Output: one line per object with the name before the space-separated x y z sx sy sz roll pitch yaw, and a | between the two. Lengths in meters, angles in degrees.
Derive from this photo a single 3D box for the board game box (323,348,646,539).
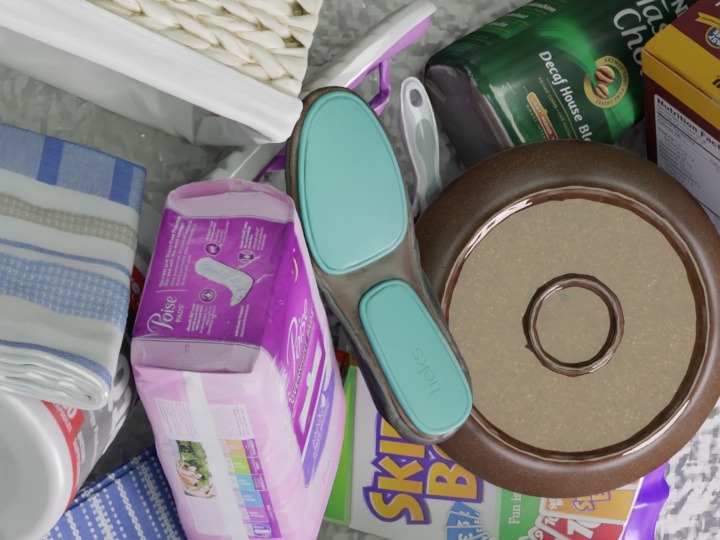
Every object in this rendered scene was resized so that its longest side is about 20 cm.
board game box | 0.057 0.114 1.527 0.199 0.030 0.096 17 106 -5

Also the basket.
basket | -0.126 -0.156 1.409 0.199 0.135 0.124 21 83 -24

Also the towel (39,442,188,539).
towel | -0.102 0.169 1.443 0.200 0.024 0.145 -32 99 -51

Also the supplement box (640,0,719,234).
supplement box | 0.278 -0.088 1.545 0.197 0.133 0.200 -39 150 -17

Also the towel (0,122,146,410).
towel | -0.181 -0.013 1.315 0.146 0.200 0.024 15 125 -8

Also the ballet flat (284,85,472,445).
ballet flat | 0.000 0.000 1.439 0.068 0.068 0.201 -20 98 -18

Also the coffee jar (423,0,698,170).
coffee jar | 0.141 -0.128 1.559 0.200 0.085 0.105 -36 108 -19

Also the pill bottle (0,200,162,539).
pill bottle | -0.164 0.043 1.367 0.114 0.114 0.200 56 32 -17

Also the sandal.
sandal | -0.030 -0.072 1.489 0.202 0.082 0.050 -41 98 -4

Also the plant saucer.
plant saucer | 0.115 0.029 1.488 0.199 0.034 0.201 0 94 -5

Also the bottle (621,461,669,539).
bottle | 0.149 0.081 1.577 0.065 0.084 0.201 -3 102 -10

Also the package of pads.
package of pads | -0.060 0.059 1.398 0.075 0.200 0.121 2 53 11

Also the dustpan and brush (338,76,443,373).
dustpan and brush | 0.040 -0.013 1.534 0.139 0.057 0.201 -18 101 -22
